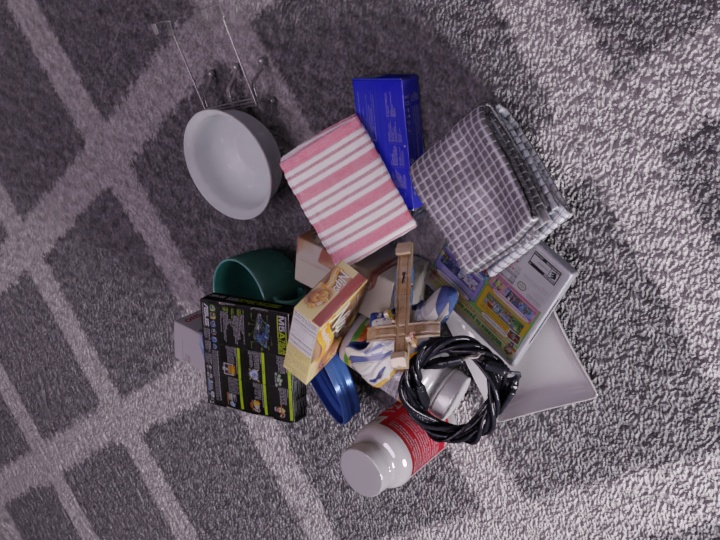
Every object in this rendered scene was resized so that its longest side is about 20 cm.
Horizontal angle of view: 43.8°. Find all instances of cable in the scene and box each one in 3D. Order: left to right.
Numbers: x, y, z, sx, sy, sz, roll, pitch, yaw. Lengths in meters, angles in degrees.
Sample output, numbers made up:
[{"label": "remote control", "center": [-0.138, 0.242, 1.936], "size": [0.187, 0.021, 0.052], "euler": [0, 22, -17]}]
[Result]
[{"label": "cable", "center": [0.135, 0.186, 1.338], "size": [0.163, 0.051, 0.200], "euler": [24, 126, -7]}]

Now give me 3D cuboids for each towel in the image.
[{"label": "towel", "center": [-0.019, -0.119, 1.375], "size": [0.146, 0.030, 0.200], "euler": [-29, 91, 14]}, {"label": "towel", "center": [0.171, -0.108, 1.244], "size": [0.166, 0.086, 0.200], "euler": [-40, 70, 38]}]

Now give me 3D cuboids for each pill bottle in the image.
[{"label": "pill bottle", "center": [0.061, 0.283, 1.469], "size": [0.112, 0.200, 0.112], "euler": [18, 120, 34]}, {"label": "pill bottle", "center": [0.074, 0.153, 1.455], "size": [0.200, 0.111, 0.111], "euler": [33, 128, 18]}]

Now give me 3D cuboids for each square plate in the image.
[{"label": "square plate", "center": [0.240, 0.120, 1.358], "size": [0.198, 0.028, 0.200], "euler": [-25, 92, 44]}]

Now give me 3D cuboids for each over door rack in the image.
[{"label": "over door rack", "center": [-0.240, -0.354, 1.517], "size": [0.148, 0.067, 0.200], "euler": [-2, 129, 42]}]

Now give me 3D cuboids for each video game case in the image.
[{"label": "video game case", "center": [0.199, 0.009, 1.315], "size": [0.200, 0.022, 0.182], "euler": [46, 127, 27]}]

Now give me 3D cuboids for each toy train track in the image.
[{"label": "toy train track", "center": [0.059, 0.045, 1.321], "size": [0.115, 0.033, 0.200], "euler": [-7, 62, 22]}]

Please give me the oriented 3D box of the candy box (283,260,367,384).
[{"label": "candy box", "center": [-0.058, 0.085, 1.399], "size": [0.055, 0.115, 0.200], "euler": [36, 149, 13]}]

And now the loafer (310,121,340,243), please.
[{"label": "loafer", "center": [-0.031, -0.139, 1.436], "size": [0.076, 0.068, 0.200], "euler": [-151, 71, -67]}]

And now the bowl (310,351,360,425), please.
[{"label": "bowl", "center": [-0.061, 0.173, 1.579], "size": [0.201, 0.039, 0.201], "euler": [56, 163, 27]}]

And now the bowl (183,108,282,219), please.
[{"label": "bowl", "center": [-0.203, -0.195, 1.548], "size": [0.201, 0.090, 0.201], "euler": [21, 127, 30]}]

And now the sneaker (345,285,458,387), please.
[{"label": "sneaker", "center": [0.059, 0.085, 1.353], "size": [0.088, 0.075, 0.200], "euler": [44, 103, -1]}]

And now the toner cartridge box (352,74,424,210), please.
[{"label": "toner cartridge box", "center": [0.046, -0.196, 1.369], "size": [0.095, 0.043, 0.200], "euler": [11, 116, 38]}]

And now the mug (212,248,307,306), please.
[{"label": "mug", "center": [-0.165, 0.048, 1.608], "size": [0.185, 0.114, 0.152], "euler": [46, 133, 25]}]

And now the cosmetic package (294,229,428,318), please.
[{"label": "cosmetic package", "center": [0.000, 0.000, 1.461], "size": [0.200, 0.103, 0.087], "euler": [25, 126, 29]}]

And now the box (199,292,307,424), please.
[{"label": "box", "center": [-0.184, 0.148, 1.539], "size": [0.193, 0.048, 0.200], "euler": [6, 107, 28]}]

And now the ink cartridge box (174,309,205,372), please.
[{"label": "ink cartridge box", "center": [-0.235, 0.138, 1.699], "size": [0.200, 0.145, 0.084], "euler": [21, 120, 33]}]
